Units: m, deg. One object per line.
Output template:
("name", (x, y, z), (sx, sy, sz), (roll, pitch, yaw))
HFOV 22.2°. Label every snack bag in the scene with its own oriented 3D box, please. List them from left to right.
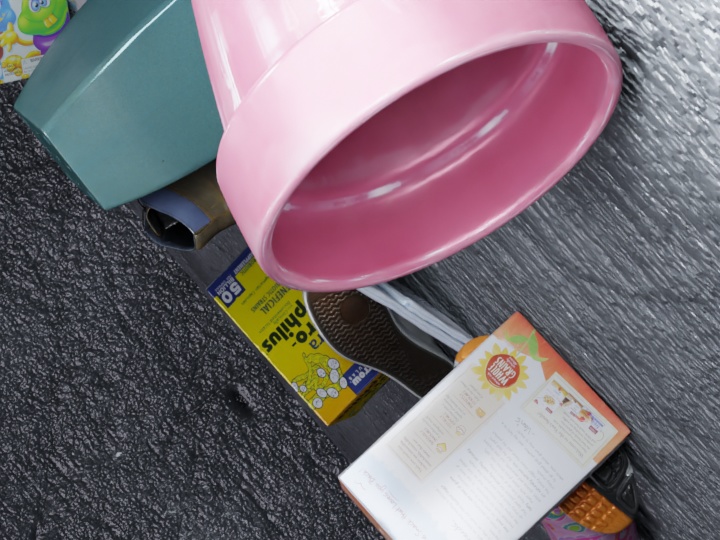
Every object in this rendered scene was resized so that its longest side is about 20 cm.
("snack bag", (0.000, 0.000, 1.708), (0.199, 0.021, 0.188), (32, -175, -37))

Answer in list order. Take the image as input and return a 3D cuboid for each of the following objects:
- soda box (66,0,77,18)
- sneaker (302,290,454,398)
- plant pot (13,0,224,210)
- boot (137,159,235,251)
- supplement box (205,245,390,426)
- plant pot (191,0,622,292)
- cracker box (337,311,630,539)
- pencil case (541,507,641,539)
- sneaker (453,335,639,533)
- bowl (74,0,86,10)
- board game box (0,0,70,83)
("soda box", (-0.264, -0.275, 1.887), (0.069, 0.063, 0.200), (54, 169, -29))
("sneaker", (0.010, 0.057, 1.849), (0.200, 0.073, 0.085), (41, -172, -27))
("plant pot", (-0.170, -0.154, 1.492), (0.142, 0.200, 0.141), (53, 169, -31))
("boot", (-0.176, -0.081, 1.579), (0.199, 0.097, 0.075), (19, 138, 32))
("supplement box", (-0.050, 0.053, 1.976), (0.200, 0.109, 0.109), (47, -166, 10))
("plant pot", (0.002, -0.118, 0.905), (0.180, 0.199, 0.200), (62, 176, 22))
("cracker box", (0.098, 0.151, 1.465), (0.134, 0.200, 0.058), (47, 171, 12))
("pencil case", (0.202, 0.227, 1.658), (0.087, 0.087, 0.201), (41, 167, 39))
("sneaker", (0.163, 0.134, 1.549), (0.200, 0.076, 0.092), (50, -174, 10))
("bowl", (-0.198, -0.191, 1.687), (0.200, 0.074, 0.201), (-124, 13, -58))
("board game box", (-0.363, -0.303, 1.855), (0.105, 0.102, 0.202), (35, 136, 57))
